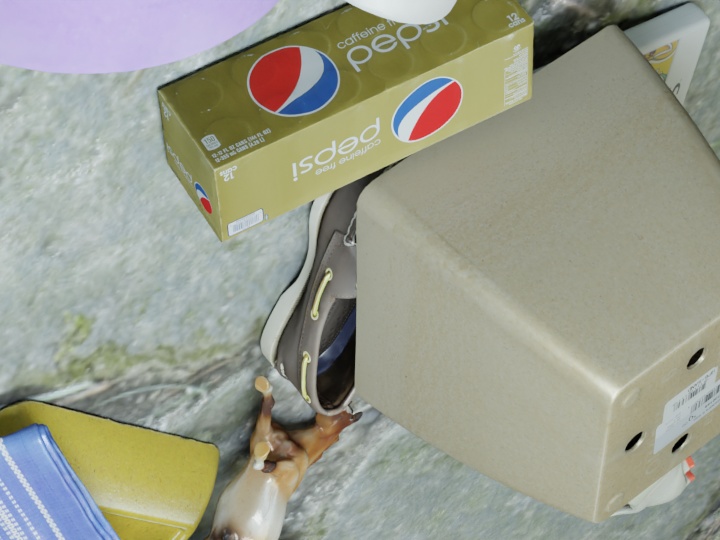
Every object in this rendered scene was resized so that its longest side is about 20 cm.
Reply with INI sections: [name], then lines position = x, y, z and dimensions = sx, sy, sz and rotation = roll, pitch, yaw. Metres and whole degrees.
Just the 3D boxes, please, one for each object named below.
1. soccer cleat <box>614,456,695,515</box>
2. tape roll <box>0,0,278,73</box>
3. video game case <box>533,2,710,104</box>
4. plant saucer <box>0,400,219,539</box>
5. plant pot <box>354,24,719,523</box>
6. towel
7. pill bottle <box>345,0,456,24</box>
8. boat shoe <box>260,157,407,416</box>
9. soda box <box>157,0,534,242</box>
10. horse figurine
[soccer cleat]
position = 0.198, 0.124, 1.878
dimensions = 0.077, 0.069, 0.200
rotation = -29, 150, -7
[tape roll]
position = -0.116, -0.180, 1.075
dimensions = 0.199, 0.200, 0.085
rotation = -22, 144, -22
[video game case]
position = 0.117, -0.060, 1.587
dimensions = 0.199, 0.023, 0.183
rotation = -25, 146, -31
[plant saucer]
position = -0.195, 0.178, 1.590
dimensions = 0.200, 0.049, 0.200
rotation = -48, 147, 17
[plant pot]
position = 0.128, 0.019, 1.491
dimensions = 0.199, 0.177, 0.201
rotation = -34, 149, -24
[towel]
position = -0.239, 0.180, 1.505
dimensions = 0.199, 0.024, 0.145
rotation = -26, 124, 2
[pill bottle]
position = 0.046, -0.226, 1.251
dimensions = 0.113, 0.114, 0.201
rotation = -3, 135, -41
[boat shoe]
position = 0.000, 0.000, 1.539
dimensions = 0.072, 0.060, 0.201
rotation = -8, 137, -38
[soda box]
position = -0.006, -0.096, 1.406
dimensions = 0.199, 0.068, 0.064
rotation = -25, 145, -17
[horse figurine]
position = -0.071, 0.152, 1.619
dimensions = 0.201, 0.050, 0.133
rotation = -65, 165, -10
